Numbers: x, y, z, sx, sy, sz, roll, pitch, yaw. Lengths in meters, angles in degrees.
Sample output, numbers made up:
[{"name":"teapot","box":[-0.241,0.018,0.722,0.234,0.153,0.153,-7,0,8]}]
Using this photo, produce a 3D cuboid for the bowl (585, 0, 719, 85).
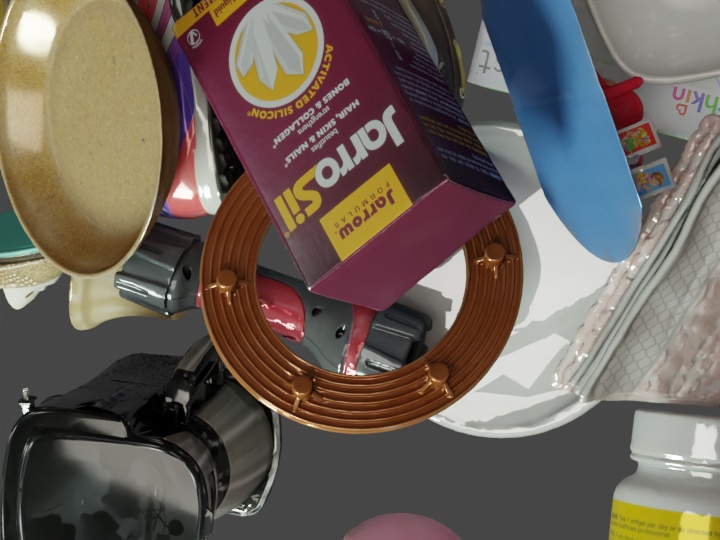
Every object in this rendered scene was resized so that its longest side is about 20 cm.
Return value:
[{"name":"bowl","box":[0.217,-0.218,1.094,0.199,0.075,0.201,-15,93,12]}]

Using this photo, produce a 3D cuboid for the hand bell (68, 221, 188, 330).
[{"name":"hand bell","box":[-0.085,0.016,1.285,0.199,0.104,0.105,15,102,8]}]

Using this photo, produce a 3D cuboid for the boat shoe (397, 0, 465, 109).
[{"name":"boat shoe","box":[0.018,-0.175,1.220,0.072,0.059,0.201,-33,53,21]}]

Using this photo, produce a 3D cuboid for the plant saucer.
[{"name":"plant saucer","box":[-0.167,-0.096,1.193,0.200,0.035,0.201,14,108,49]}]

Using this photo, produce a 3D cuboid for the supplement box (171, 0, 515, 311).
[{"name":"supplement box","box":[-0.012,-0.092,1.114,0.110,0.086,0.201,-38,64,21]}]

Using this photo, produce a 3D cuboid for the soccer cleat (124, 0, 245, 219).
[{"name":"soccer cleat","box":[-0.124,-0.131,1.202,0.073,0.068,0.201,-6,100,16]}]

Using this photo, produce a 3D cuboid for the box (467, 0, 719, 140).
[{"name":"box","box":[0.186,-0.179,1.193,0.199,0.097,0.177,16,100,9]}]

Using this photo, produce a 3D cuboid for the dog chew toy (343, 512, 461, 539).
[{"name":"dog chew toy","box":[0.072,0.243,1.274,0.199,0.125,0.125,21,103,2]}]

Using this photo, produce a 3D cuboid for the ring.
[{"name":"ring","box":[0.000,0.000,1.157,0.199,0.019,0.201,-1,70,2]}]

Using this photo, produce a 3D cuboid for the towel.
[{"name":"towel","box":[0.226,-0.001,1.159,0.032,0.190,0.201,45,119,36]}]

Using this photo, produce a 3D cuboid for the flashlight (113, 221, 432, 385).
[{"name":"flashlight","box":[-0.057,0.027,1.198,0.199,0.068,0.068,19,77,10]}]

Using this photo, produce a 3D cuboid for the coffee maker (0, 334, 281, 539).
[{"name":"coffee maker","box":[-0.166,0.136,1.268,0.191,0.200,0.135,-16,94,15]}]

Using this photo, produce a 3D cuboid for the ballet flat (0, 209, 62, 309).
[{"name":"ballet flat","box":[-0.268,-0.004,1.351,0.199,0.071,0.066,-5,125,17]}]

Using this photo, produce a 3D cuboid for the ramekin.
[{"name":"ramekin","box":[0.095,0.002,1.241,0.201,0.094,0.203,2,98,13]}]

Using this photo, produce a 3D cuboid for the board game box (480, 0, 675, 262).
[{"name":"board game box","box":[0.129,-0.105,1.101,0.039,0.158,0.201,-21,95,-11]}]

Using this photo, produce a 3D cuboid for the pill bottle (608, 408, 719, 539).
[{"name":"pill bottle","box":[0.214,0.193,1.222,0.114,0.114,0.201,6,88,12]}]

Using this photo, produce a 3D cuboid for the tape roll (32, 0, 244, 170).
[{"name":"tape roll","box":[-0.113,-0.145,1.274,0.199,0.085,0.201,2,98,13]}]
